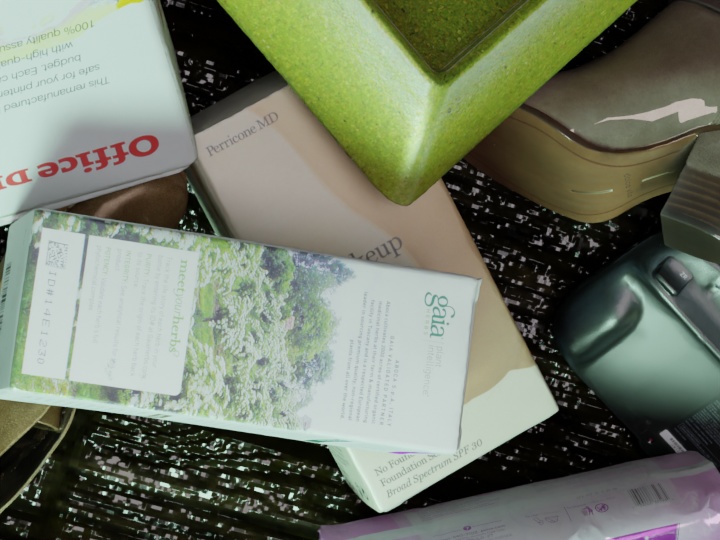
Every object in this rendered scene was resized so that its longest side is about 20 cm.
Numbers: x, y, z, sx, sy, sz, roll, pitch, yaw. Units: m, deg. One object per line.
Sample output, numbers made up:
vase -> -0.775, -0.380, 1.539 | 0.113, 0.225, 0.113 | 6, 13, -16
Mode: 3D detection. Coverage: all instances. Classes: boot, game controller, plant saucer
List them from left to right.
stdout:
boot -> -0.137, 0.034, 1.155 | 0.200, 0.075, 0.074 | -50, 139, 0
plant saucer -> 0.027, -0.166, 1.151 | 0.200, 0.048, 0.200 | -42, 94, -26
boot -> 0.143, -0.091, 1.219 | 0.200, 0.070, 0.146 | 27, 66, 14
game controller -> 0.186, 0.068, 1.247 | 0.200, 0.042, 0.104 | 47, 127, -12

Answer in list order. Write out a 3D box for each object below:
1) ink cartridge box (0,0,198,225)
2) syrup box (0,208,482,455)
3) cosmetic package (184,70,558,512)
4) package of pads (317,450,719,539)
ink cartridge box -> -0.163, -0.120, 1.080 | 0.144, 0.085, 0.200 | -15, 134, -1
syrup box -> -0.055, 0.029, 1.102 | 0.200, 0.081, 0.079 | 9, 83, -15
cosmetic package -> 0.000, 0.000, 1.196 | 0.105, 0.071, 0.200 | -30, 101, -8
package of pads -> 0.083, 0.165, 1.221 | 0.200, 0.076, 0.121 | -11, 115, -10
